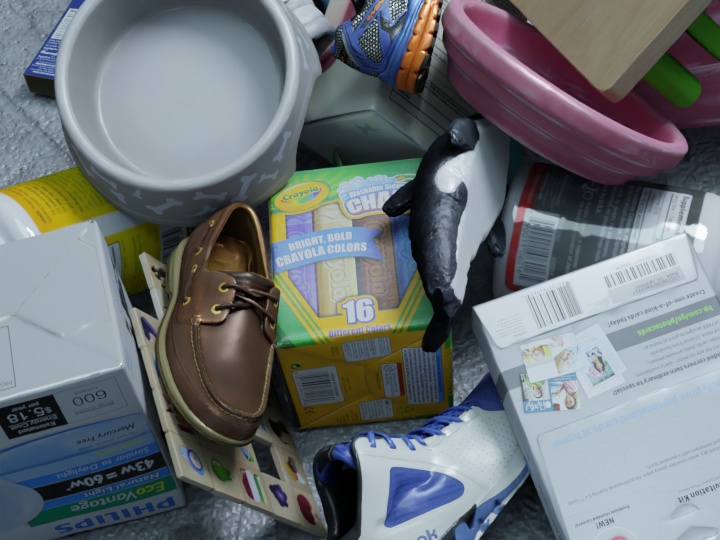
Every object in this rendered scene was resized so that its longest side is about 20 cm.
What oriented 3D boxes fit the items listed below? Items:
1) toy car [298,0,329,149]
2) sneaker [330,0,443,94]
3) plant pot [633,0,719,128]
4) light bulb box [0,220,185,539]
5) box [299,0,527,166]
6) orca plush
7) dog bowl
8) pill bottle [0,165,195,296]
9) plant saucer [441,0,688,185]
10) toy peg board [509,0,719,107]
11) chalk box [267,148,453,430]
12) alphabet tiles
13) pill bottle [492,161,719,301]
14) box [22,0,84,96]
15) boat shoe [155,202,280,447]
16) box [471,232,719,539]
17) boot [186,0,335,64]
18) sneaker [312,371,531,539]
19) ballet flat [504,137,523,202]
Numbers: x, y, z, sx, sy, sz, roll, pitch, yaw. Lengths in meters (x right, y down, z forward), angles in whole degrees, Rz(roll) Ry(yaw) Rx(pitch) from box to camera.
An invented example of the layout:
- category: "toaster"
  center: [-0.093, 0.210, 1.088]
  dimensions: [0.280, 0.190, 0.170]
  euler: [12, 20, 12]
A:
- category: "toy car"
  center: [-0.061, -0.177, 1.096]
  dimensions: [0.184, 0.177, 0.200]
  euler: [-33, 68, -5]
- category: "sneaker"
  center: [0.026, -0.228, 0.934]
  dimensions: [0.078, 0.075, 0.200]
  euler: [10, 69, -1]
- category: "plant pot"
  center: [0.267, -0.197, 1.058]
  dimensions: [0.179, 0.200, 0.200]
  euler: [-14, 51, 15]
- category: "light bulb box"
  center: [-0.240, 0.093, 0.882]
  dimensions: [0.198, 0.200, 0.125]
  euler: [-15, 54, -4]
- category: "box"
  center: [0.043, -0.174, 1.039]
  dimensions: [0.109, 0.128, 0.200]
  euler: [-4, 61, 47]
- category: "orca plush"
  center: [0.052, -0.033, 0.890]
  dimensions: [0.071, 0.105, 0.200]
  euler: [-7, 55, 25]
- category: "dog bowl"
  center: [-0.128, -0.135, 0.935]
  dimensions: [0.200, 0.059, 0.200]
  euler: [-1, 79, 4]
- category: "pill bottle"
  center: [-0.224, -0.019, 0.982]
  dimensions: [0.109, 0.109, 0.200]
  euler: [37, 40, 29]
- category: "plant saucer"
  center: [0.139, -0.124, 0.932]
  dimensions: [0.200, 0.051, 0.201]
  euler: [28, 21, -12]
- category: "toy peg board"
  center: [0.224, -0.231, 0.950]
  dimensions: [0.200, 0.098, 0.199]
  euler: [-48, 41, 16]
- category: "chalk box"
  center: [0.000, 0.000, 0.971]
  dimensions: [0.124, 0.124, 0.200]
  euler: [-6, 54, 3]
- category: "alphabet tiles"
  center: [-0.099, 0.081, 0.901]
  dimensions: [0.008, 0.167, 0.200]
  euler: [-35, 53, 15]
- category: "pill bottle"
  center: [0.207, -0.010, 0.960]
  dimensions: [0.200, 0.114, 0.114]
  euler: [12, 55, 15]
- category: "box"
  center: [-0.222, -0.238, 1.234]
  dimensions: [0.121, 0.032, 0.200]
  euler: [12, 57, 15]
- category: "boat shoe"
  center: [-0.090, 0.028, 0.860]
  dimensions: [0.072, 0.068, 0.200]
  euler: [24, 33, -26]
- category: "box"
  center: [0.180, 0.093, 0.844]
  dimensions: [0.156, 0.041, 0.200]
  euler: [-20, 70, -3]
- category: "boot"
  center: [-0.112, -0.146, 1.002]
  dimensions: [0.200, 0.074, 0.096]
  euler: [-44, 76, 10]
- category: "sneaker"
  center: [0.037, 0.131, 0.864]
  dimensions: [0.115, 0.081, 0.199]
  euler: [42, 61, -11]
- category: "ballet flat"
  center: [0.100, -0.120, 1.096]
  dimensions: [0.074, 0.074, 0.200]
  euler: [-3, 51, 5]
